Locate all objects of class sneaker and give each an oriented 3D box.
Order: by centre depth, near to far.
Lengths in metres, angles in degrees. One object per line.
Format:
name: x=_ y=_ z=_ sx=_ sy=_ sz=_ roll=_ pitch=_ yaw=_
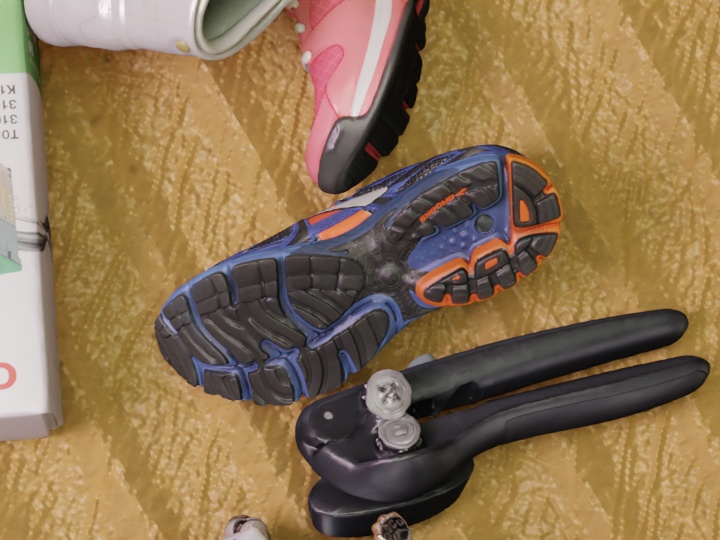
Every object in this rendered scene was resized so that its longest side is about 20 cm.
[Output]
sneaker: x=-0.053 y=-0.172 z=1.289 sx=0.115 sy=0.074 sz=0.201 roll=12 pitch=61 yaw=33
sneaker: x=0.000 y=0.000 z=1.312 sx=0.199 sy=0.078 sz=0.076 roll=-21 pitch=106 yaw=9
sneaker: x=-0.011 y=-0.133 z=1.334 sx=0.086 sy=0.074 sz=0.201 roll=9 pitch=78 yaw=10

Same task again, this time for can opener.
can opener: x=0.063 y=0.058 z=1.312 sx=0.199 sy=0.079 sz=0.064 roll=-21 pitch=69 yaw=-13

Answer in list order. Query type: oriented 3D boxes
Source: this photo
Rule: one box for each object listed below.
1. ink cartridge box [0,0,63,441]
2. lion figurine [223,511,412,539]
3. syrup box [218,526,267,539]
ink cartridge box: x=-0.212 y=-0.023 z=1.290 sx=0.145 sy=0.084 sz=0.201 roll=-5 pitch=83 yaw=-4
lion figurine: x=0.026 y=0.160 z=1.283 sx=0.199 sy=0.123 sz=0.073 roll=21 pitch=59 yaw=-15
syrup box: x=-0.091 y=0.202 z=1.169 sx=0.079 sy=0.081 sz=0.200 roll=50 pitch=52 yaw=-11
